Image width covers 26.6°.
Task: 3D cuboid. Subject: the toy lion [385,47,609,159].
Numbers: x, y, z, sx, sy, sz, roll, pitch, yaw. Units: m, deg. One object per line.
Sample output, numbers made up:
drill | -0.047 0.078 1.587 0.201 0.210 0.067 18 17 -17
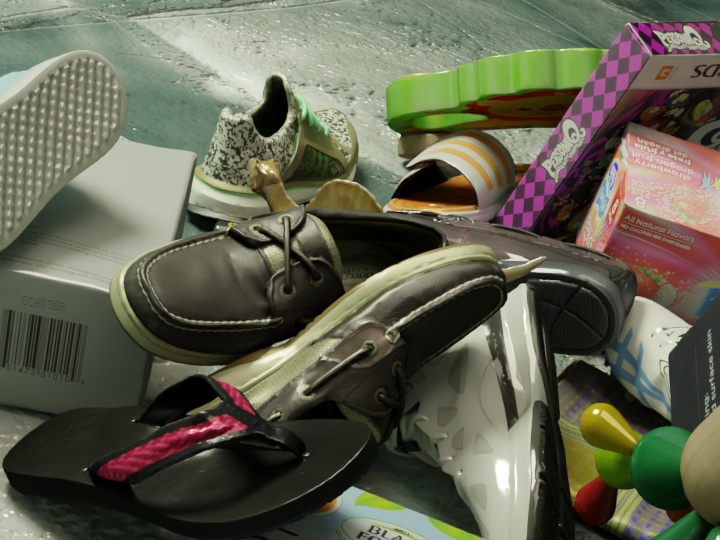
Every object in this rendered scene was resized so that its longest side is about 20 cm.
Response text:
toy lion | 0.113 -0.127 1.101 0.197 0.070 0.192 -3 -3 9

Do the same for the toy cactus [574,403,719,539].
toy cactus | 0.121 0.100 0.592 0.101 0.166 0.200 28 26 -1

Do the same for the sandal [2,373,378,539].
sandal | -0.085 0.075 0.665 0.198 0.046 0.075 0 27 33

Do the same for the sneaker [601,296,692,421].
sneaker | 0.196 0.062 0.840 0.071 0.073 0.200 1 27 -21

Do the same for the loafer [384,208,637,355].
loafer | 0.070 0.003 0.916 0.198 0.073 0.063 13 30 25

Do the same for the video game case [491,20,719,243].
video game case | 0.201 -0.087 1.052 0.179 0.201 0.036 -7 53 -38

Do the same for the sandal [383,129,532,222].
sandal | 0.080 -0.074 1.106 0.078 0.060 0.206 5 16 30

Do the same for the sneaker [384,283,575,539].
sneaker | 0.045 0.096 0.776 0.114 0.076 0.202 -12 38 12

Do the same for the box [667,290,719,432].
box | 0.218 0.083 0.628 0.116 0.201 0.199 11 57 -9

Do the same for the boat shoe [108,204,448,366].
boat shoe | -0.034 -0.002 0.767 0.199 0.066 0.072 -5 60 -46

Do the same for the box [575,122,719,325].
box | 0.244 -0.002 0.973 0.197 0.103 0.095 19 39 -3

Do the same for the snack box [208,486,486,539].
snack box | -0.013 0.162 0.603 0.141 0.054 0.200 21 26 12

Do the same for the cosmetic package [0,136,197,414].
cosmetic package | -0.158 -0.005 0.841 0.111 0.082 0.201 12 24 -4

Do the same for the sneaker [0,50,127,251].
sneaker | -0.201 -0.043 0.752 0.081 0.075 0.200 -14 16 40

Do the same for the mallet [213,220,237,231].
mallet | 0.005 -0.010 0.988 0.197 0.042 0.066 14 24 10

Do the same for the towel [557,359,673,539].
towel | 0.177 0.115 0.832 0.198 0.023 0.143 26 27 24

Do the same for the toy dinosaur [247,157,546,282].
toy dinosaur | 0.000 0.000 0.880 0.198 0.102 0.058 24 28 23

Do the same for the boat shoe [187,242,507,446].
boat shoe | -0.007 0.059 0.741 0.199 0.073 0.065 -31 59 -5

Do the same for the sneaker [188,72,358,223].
sneaker | -0.049 -0.096 1.066 0.076 0.090 0.200 21 26 16
